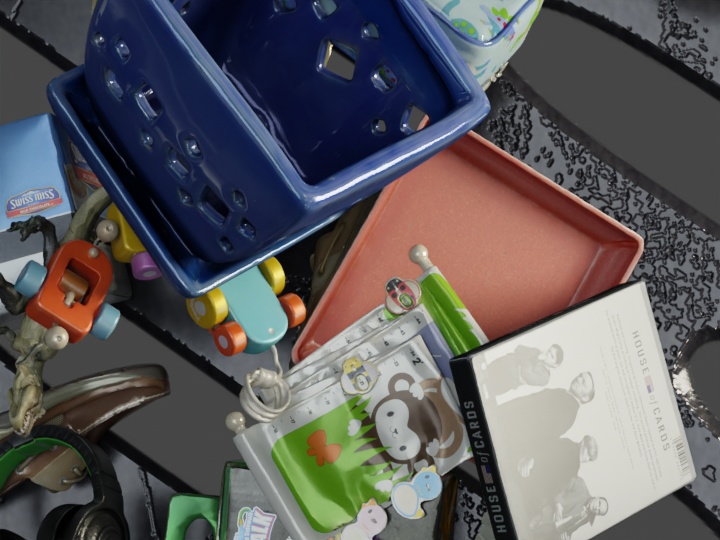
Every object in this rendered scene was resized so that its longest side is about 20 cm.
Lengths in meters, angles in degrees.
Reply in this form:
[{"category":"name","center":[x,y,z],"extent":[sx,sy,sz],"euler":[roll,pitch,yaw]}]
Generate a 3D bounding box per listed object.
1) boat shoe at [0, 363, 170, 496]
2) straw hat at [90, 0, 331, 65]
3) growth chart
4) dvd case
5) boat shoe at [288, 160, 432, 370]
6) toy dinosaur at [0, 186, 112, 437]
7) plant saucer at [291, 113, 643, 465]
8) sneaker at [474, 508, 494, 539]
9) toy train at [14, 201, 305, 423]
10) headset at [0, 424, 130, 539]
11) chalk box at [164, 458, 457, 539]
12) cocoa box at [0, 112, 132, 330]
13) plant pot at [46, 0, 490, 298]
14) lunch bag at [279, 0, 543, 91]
[{"category":"boat shoe","center":[-0.223,0.125,1.633],"extent":[0.199,0.076,0.072],"euler":[-23,88,14]},{"category":"straw hat","center":[-0.113,-0.195,1.628],"extent":[0.199,0.085,0.203],"euler":[0,86,6]},{"category":"growth chart","center":[0.011,0.098,1.516],"extent":[0.200,0.018,0.145],"euler":[-40,77,-7]},{"category":"dvd case","center":[0.148,0.104,1.528],"extent":[0.025,0.199,0.152],"euler":[-10,97,44]},{"category":"boat shoe","center":[0.000,0.000,1.619],"extent":[0.064,0.071,0.201],"euler":[31,92,43]},{"category":"toy dinosaur","center":[-0.213,0.007,1.502],"extent":[0.047,0.088,0.201],"euler":[18,81,41]},{"category":"plant saucer","center":[0.073,0.017,1.583],"extent":[0.199,0.037,0.201],"euler":[30,91,-22]},{"category":"sneaker","center":[0.132,0.177,1.585],"extent":[0.076,0.080,0.202],"euler":[21,110,40]},{"category":"toy train","center":[-0.135,0.025,1.498],"extent":[0.199,0.056,0.151],"euler":[29,54,-19]},{"category":"headset","center":[-0.209,0.208,1.551],"extent":[0.123,0.094,0.201],"euler":[-23,59,22]},{"category":"chalk box","center":[-0.038,0.197,1.578],"extent":[0.198,0.124,0.126],"euler":[6,88,8]},{"category":"cocoa box","center":[-0.284,-0.021,1.613],"extent":[0.198,0.133,0.132],"euler":[-15,85,6]},{"category":"plant pot","center":[-0.072,-0.109,1.459],"extent":[0.201,0.200,0.180],"euler":[54,136,5]},{"category":"lunch bag","center":[0.028,-0.210,1.581],"extent":[0.199,0.161,0.083],"euler":[33,129,5]}]
